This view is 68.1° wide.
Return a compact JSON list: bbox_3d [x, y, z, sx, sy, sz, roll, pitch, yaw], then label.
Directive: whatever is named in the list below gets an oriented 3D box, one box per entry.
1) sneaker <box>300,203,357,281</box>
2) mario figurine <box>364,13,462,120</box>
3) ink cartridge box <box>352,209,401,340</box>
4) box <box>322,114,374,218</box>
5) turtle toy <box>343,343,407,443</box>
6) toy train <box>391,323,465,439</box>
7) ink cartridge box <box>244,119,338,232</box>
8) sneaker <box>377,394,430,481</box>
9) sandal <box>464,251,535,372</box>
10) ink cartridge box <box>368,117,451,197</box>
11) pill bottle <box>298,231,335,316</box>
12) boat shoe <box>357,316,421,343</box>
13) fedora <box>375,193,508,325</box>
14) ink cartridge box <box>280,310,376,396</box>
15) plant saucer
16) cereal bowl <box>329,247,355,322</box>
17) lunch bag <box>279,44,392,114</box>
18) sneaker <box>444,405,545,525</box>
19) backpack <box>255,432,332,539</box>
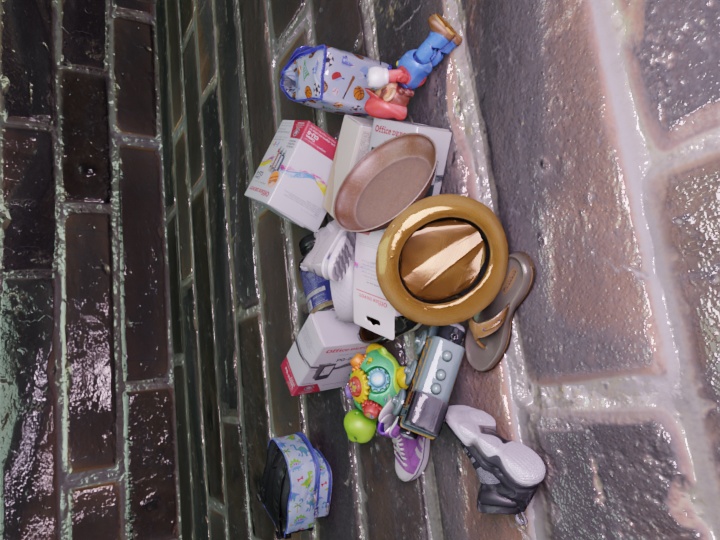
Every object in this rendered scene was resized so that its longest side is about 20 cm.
[{"bbox_3d":[-0.043,-0.070,0.936,0.081,0.201,0.075,8,136,21],"label":"sneaker"},{"bbox_3d":[0.072,-0.355,0.923,0.200,0.123,0.107,-44,43,25],"label":"mario figurine"},{"bbox_3d":[0.048,0.003,0.903,0.116,0.067,0.203,19,109,50],"label":"ink cartridge box"},{"bbox_3d":[-0.004,-0.206,1.098,0.078,0.094,0.202,46,126,48],"label":"box"},{"bbox_3d":[0.023,0.244,1.046,0.145,0.100,0.203,30,115,54],"label":"turtle toy"},{"bbox_3d":[0.115,0.174,0.855,0.114,0.084,0.202,127,167,-76],"label":"toy train"},{"bbox_3d":[-0.139,-0.214,1.205,0.145,0.144,0.202,24,87,54],"label":"ink cartridge box"},{"bbox_3d":[0.069,0.301,0.964,0.073,0.113,0.203,34,120,51],"label":"sneaker"},{"bbox_3d":[0.200,0.064,0.807,0.082,0.054,0.202,52,132,45],"label":"sandal"},{"bbox_3d":[0.075,-0.169,0.978,0.146,0.082,0.203,31,116,53],"label":"ink cartridge box"},{"bbox_3d":[-0.077,0.019,1.196,0.112,0.111,0.202,-45,54,48],"label":"pill bottle"},{"bbox_3d":[0.065,0.088,1.015,0.200,0.067,0.073,-45,54,46],"label":"boat shoe"},{"bbox_3d":[0.120,-0.018,0.801,0.082,0.198,0.203,-82,-3,-82],"label":"fedora"},{"bbox_3d":[-0.067,0.177,1.148,0.201,0.144,0.084,-58,46,41],"label":"ink cartridge box"},{"bbox_3d":[0.044,-0.134,0.855,0.199,0.037,0.202,-26,42,26],"label":"plant saucer"},{"bbox_3d":[0.000,0.000,1.048,0.200,0.082,0.203,-3,-90,-78],"label":"cereal bowl"},{"bbox_3d":[-0.057,-0.390,1.109,0.199,0.168,0.126,18,102,57],"label":"lunch bag"},{"bbox_3d":[0.187,0.294,0.811,0.200,0.075,0.115,30,117,56],"label":"sneaker"},{"bbox_3d":[-0.156,0.503,1.291,0.183,0.145,0.203,31,119,55],"label":"backpack"}]
